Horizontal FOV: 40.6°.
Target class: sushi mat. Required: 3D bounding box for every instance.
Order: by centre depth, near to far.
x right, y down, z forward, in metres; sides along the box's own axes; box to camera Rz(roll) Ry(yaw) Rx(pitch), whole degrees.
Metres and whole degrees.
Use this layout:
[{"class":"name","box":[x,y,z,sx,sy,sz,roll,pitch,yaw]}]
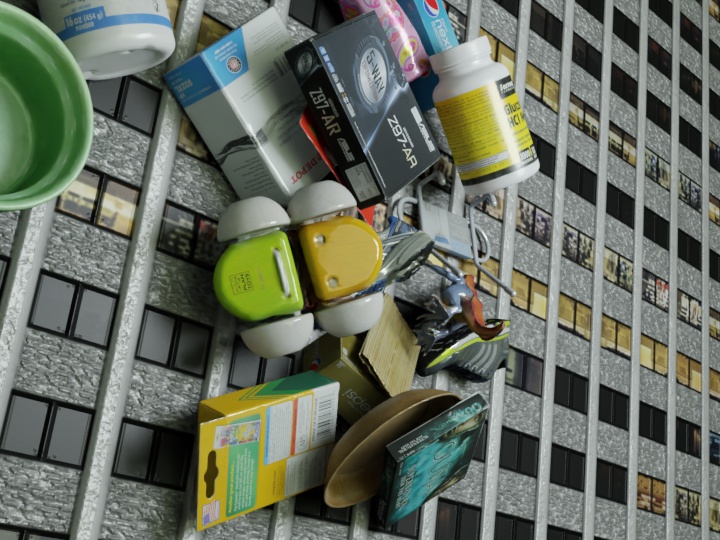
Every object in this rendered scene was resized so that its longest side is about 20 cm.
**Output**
[{"class":"sushi mat","box":[0.040,0.102,1.246,0.096,0.012,0.200,59,19,-13]}]

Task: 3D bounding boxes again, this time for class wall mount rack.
[{"class":"wall mount rack","box":[0.146,-0.044,1.390,0.199,0.074,0.175,17,57,-39]}]

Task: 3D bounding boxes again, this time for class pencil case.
[{"class":"pencil case","box":[0.021,-0.351,1.350,0.087,0.087,0.201,-45,110,-40]}]

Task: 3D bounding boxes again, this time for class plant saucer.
[{"class":"plant saucer","box":[0.031,0.199,1.140,0.199,0.201,0.036,-10,51,-44]}]

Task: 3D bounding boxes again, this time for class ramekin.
[{"class":"ramekin","box":[-0.365,-0.145,0.922,0.199,0.097,0.202,12,72,-42]}]

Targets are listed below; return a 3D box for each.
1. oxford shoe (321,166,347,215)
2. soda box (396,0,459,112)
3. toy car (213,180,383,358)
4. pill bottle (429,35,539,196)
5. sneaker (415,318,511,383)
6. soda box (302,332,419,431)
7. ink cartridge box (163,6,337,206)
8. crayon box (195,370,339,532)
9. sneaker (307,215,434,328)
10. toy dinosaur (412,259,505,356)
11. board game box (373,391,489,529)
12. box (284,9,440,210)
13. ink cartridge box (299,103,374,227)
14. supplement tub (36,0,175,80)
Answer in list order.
[{"class":"oxford shoe","box":[-0.015,-0.111,1.269,0.075,0.070,0.201,35,58,-35]},{"class":"soda box","box":[0.092,-0.342,1.425,0.064,0.068,0.201,-31,102,-43]},{"class":"toy car","box":[-0.079,0.000,1.122,0.198,0.150,0.177,-15,91,-22]},{"class":"pill bottle","box":[0.167,-0.215,1.350,0.112,0.112,0.201,-31,104,-43]},{"class":"sneaker","box":[0.153,0.124,1.377,0.199,0.074,0.082,-15,94,-43]},{"class":"soda box","box":[0.015,0.161,1.224,0.200,0.064,0.068,45,23,-28]},{"class":"ink cartridge box","box":[-0.118,-0.190,1.176,0.145,0.083,0.201,-47,112,-42]},{"class":"crayon box","box":[-0.114,0.196,1.087,0.199,0.051,0.127,-10,111,-45]},{"class":"sneaker","box":[0.000,0.000,1.263,0.199,0.077,0.085,-36,67,-25]},{"class":"toy dinosaur","box":[0.136,0.053,1.325,0.181,0.199,0.106,-27,131,-52]},{"class":"board game box","box":[0.084,0.235,1.188,0.135,0.201,0.028,-27,61,-21]},{"class":"box","box":[0.008,-0.193,1.154,0.160,0.043,0.201,-40,108,-52]},{"class":"ink cartridge box","box":[0.000,-0.170,1.193,0.163,0.050,0.201,55,22,-24]},{"class":"supplement tub","box":[-0.279,-0.313,1.021,0.131,0.131,0.202,-16,91,-44]}]
